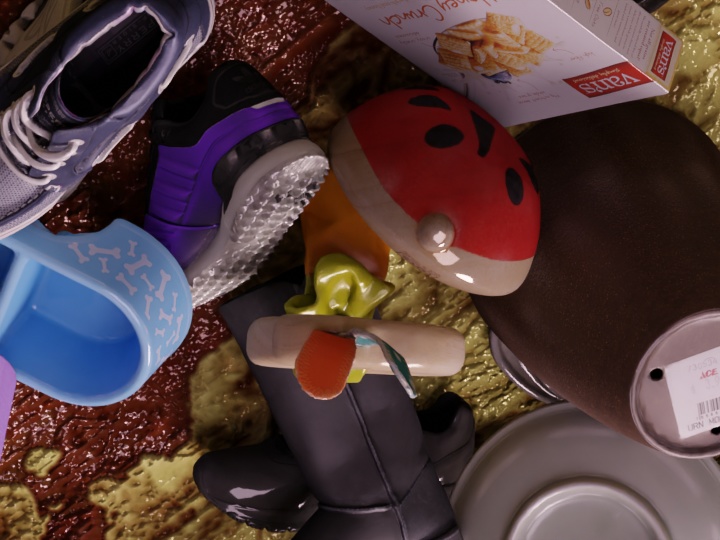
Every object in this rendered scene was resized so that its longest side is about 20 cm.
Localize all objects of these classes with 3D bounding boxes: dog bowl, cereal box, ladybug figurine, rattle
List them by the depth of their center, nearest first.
[{"bbox_3d":[0.060,-0.149,0.959,0.199,0.143,0.040,31,69,-30],"label":"cereal box"},{"bbox_3d":[0.000,0.000,0.962,0.129,0.200,0.144,19,87,12],"label":"rattle"},{"bbox_3d":[0.048,-0.051,0.981,0.135,0.200,0.072,34,105,-11],"label":"ladybug figurine"},{"bbox_3d":[-0.193,0.006,0.985,0.199,0.050,0.112,27,127,-5],"label":"dog bowl"}]

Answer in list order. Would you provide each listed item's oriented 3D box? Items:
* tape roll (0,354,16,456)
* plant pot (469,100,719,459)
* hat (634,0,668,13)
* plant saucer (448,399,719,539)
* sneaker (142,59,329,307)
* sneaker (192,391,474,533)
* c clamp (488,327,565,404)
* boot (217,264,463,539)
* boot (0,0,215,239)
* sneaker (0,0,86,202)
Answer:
[{"bbox_3d":[-0.292,0.070,0.962,0.198,0.066,0.200,7,159,3],"label":"tape roll"},{"bbox_3d":[0.173,0.021,1.045,0.185,0.200,0.189,-5,116,-10],"label":"plant pot"},{"bbox_3d":[0.142,-0.200,0.980,0.198,0.081,0.202,-8,123,-12],"label":"hat"},{"bbox_3d":[0.144,0.183,1.103,0.198,0.050,0.203,0,90,13],"label":"plant saucer"},{"bbox_3d":[-0.092,-0.050,1.015,0.069,0.100,0.200,-21,163,-41],"label":"sneaker"},{"bbox_3d":[-0.014,0.116,1.155,0.198,0.076,0.092,-2,115,-25],"label":"sneaker"},{"bbox_3d":[0.189,0.034,1.181,0.199,0.027,0.171,-30,126,3],"label":"c clamp"},{"bbox_3d":[-0.039,0.106,1.078,0.164,0.066,0.202,-24,99,-21],"label":"boot"},{"bbox_3d":[-0.157,-0.076,0.868,0.073,0.090,0.200,44,109,-9],"label":"boot"},{"bbox_3d":[-0.151,-0.115,0.947,0.074,0.081,0.201,11,120,-25],"label":"sneaker"}]
